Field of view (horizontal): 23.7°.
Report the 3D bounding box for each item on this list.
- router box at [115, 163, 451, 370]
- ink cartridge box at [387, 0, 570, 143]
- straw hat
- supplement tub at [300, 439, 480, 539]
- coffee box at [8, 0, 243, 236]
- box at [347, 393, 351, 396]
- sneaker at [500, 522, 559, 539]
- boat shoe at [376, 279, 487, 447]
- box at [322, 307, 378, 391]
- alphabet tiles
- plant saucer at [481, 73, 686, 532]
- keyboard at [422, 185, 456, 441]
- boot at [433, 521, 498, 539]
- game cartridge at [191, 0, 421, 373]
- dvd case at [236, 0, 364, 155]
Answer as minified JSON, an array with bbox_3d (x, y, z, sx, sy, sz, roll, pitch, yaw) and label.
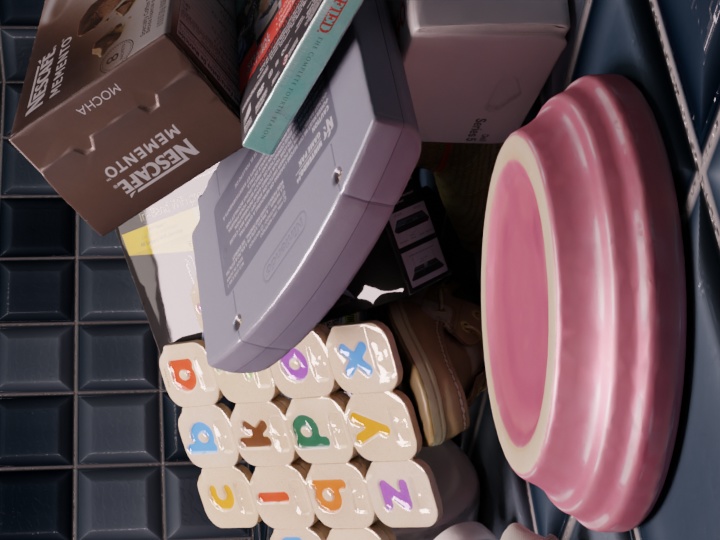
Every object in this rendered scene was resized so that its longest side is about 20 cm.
[{"bbox_3d":[-0.060,-0.041,1.027,0.052,0.198,0.159,-25,-84,-54],"label":"router box"},{"bbox_3d":[0.049,-0.188,0.929,0.146,0.083,0.202,112,156,-70],"label":"ink cartridge box"},{"bbox_3d":[0.029,-0.107,1.082,0.201,0.084,0.204,178,90,-82],"label":"straw hat"},{"bbox_3d":[0.012,0.209,1.119,0.123,0.121,0.202,-103,14,-57],"label":"supplement tub"},{"bbox_3d":[-0.120,-0.129,0.972,0.080,0.112,0.201,48,-155,-31],"label":"coffee box"},{"bbox_3d":[-0.027,0.036,1.320,0.201,0.060,0.117,61,163,15],"label":"box"},{"bbox_3d":[0.073,0.197,0.894,0.200,0.075,0.093,118,159,-58],"label":"sneaker"},{"bbox_3d":[0.049,0.044,1.022,0.200,0.066,0.075,-106,6,-71],"label":"boat shoe"},{"bbox_3d":[0.000,0.000,1.154,0.200,0.034,0.112,-55,-38,-73],"label":"box"},{"bbox_3d":[-0.037,0.092,1.005,0.194,0.015,0.202,-9,101,43],"label":"alphabet tiles"},{"bbox_3d":[0.092,0.015,0.765,0.200,0.050,0.203,180,90,-83],"label":"plant saucer"},{"bbox_3d":[0.050,0.020,1.194,0.128,0.020,0.201,89,174,-46],"label":"keyboard"},{"bbox_3d":[0.063,0.250,1.004,0.090,0.072,0.202,44,134,45],"label":"boot"},{"bbox_3d":[-0.032,-0.042,0.900,0.200,0.040,0.134,-53,32,40],"label":"game cartridge"},{"bbox_3d":[-0.027,-0.177,0.900,0.147,0.022,0.201,-56,27,35],"label":"dvd case"}]
